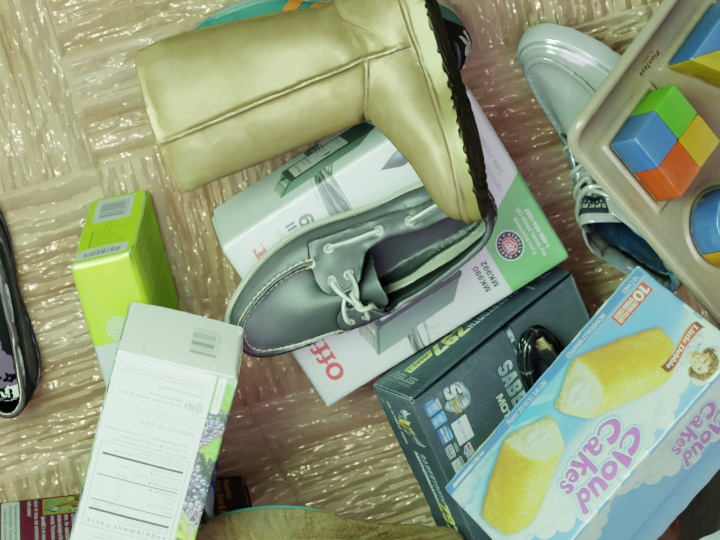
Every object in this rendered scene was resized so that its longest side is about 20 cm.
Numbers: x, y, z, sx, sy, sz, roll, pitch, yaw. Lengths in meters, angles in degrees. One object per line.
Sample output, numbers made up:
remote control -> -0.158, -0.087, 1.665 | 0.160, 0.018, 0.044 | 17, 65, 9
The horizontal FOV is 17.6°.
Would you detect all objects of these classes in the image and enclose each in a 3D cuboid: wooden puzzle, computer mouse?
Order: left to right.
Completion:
computer mouse -> 0.173, 0.104, 1.625 | 0.200, 0.034, 0.059 | 42, 74, -35
wooden puzzle -> 0.249, -0.087, 1.584 | 0.200, 0.046, 0.186 | 50, 61, -22

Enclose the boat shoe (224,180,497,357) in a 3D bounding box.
boat shoe -> 0.000, 0.000, 1.520 | 0.199, 0.063, 0.073 | -29, 110, 2

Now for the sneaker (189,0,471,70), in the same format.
sneaker -> -0.024, -0.146, 1.546 | 0.198, 0.080, 0.072 | -9, 110, -6

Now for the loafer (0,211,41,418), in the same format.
loafer -> -0.264, 0.008, 1.569 | 0.071, 0.063, 0.201 | -21, 111, -2

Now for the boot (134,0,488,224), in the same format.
boot -> -0.029, -0.089, 1.496 | 0.199, 0.066, 0.177 | -17, 83, 14

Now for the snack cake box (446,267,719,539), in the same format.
snack cake box -> 0.166, 0.113, 1.533 | 0.200, 0.115, 0.067 | -49, 131, 1

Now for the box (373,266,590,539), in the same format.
box -> 0.113, 0.118, 1.636 | 0.157, 0.051, 0.201 | -37, 120, -24

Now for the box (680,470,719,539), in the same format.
box -> 0.301, 0.170, 1.646 | 0.105, 0.200, 0.153 | -8, 111, -7

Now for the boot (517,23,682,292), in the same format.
boot -> 0.170, -0.073, 1.588 | 0.200, 0.073, 0.096 | 42, 55, -20

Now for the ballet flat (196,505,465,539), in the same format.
ballet flat -> -0.012, 0.203, 1.562 | 0.198, 0.073, 0.068 | 9, 121, -22

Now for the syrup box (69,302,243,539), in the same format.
syrup box -> -0.137, 0.132, 1.495 | 0.081, 0.079, 0.201 | 13, 112, -4

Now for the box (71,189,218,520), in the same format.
box -> -0.143, 0.060, 1.575 | 0.047, 0.122, 0.201 | -12, 111, 5

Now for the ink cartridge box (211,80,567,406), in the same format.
ink cartridge box -> 0.019, -0.024, 1.594 | 0.199, 0.084, 0.146 | -33, 110, 3

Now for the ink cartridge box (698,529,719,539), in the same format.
ink cartridge box -> 0.309, 0.239, 1.542 | 0.199, 0.041, 0.201 | -26, 112, 1

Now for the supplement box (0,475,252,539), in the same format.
supplement box -> -0.170, 0.214, 1.631 | 0.198, 0.110, 0.086 | -5, 110, -7
